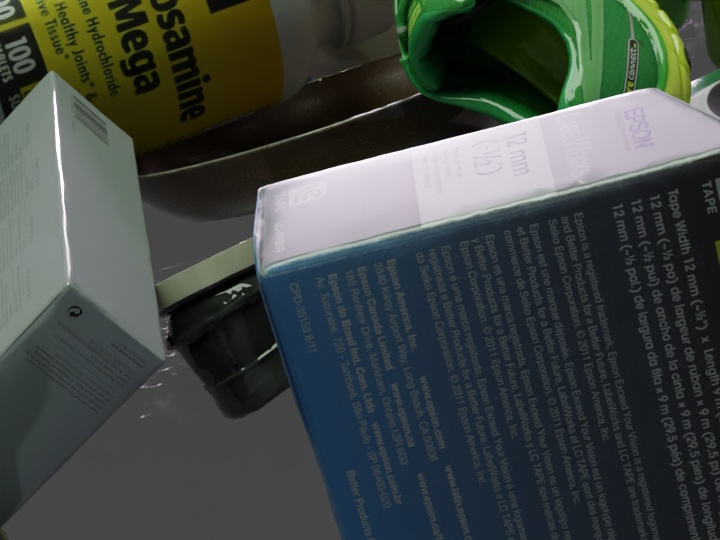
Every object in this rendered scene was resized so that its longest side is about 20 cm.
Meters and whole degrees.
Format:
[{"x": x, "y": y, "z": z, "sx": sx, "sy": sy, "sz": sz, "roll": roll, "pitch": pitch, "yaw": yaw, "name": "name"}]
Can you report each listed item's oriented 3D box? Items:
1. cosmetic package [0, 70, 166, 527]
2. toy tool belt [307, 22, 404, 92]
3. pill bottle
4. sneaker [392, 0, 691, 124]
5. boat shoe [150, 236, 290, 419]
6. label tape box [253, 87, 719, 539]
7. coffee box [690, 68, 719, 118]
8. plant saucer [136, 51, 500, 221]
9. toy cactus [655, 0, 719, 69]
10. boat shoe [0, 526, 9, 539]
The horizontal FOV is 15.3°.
[{"x": -0.146, "y": 0.026, "z": 1.014, "sx": 0.151, "sy": 0.052, "sz": 0.200, "roll": -43, "pitch": 24, "yaw": 13, "name": "cosmetic package"}, {"x": -0.049, "y": -0.151, "z": 1.288, "sx": 0.199, "sy": 0.123, "sz": 0.125, "roll": -7, "pitch": 28, "yaw": 19, "name": "toy tool belt"}, {"x": -0.091, "y": -0.111, "z": 1.160, "sx": 0.200, "sy": 0.113, "sz": 0.112, "roll": -22, "pitch": 27, "yaw": -14, "name": "pill bottle"}, {"x": 0.044, "y": -0.114, "z": 1.045, "sx": 0.083, "sy": 0.074, "sz": 0.200, "roll": -16, "pitch": 47, "yaw": -40, "name": "sneaker"}, {"x": -0.002, "y": 0.001, "z": 1.049, "sx": 0.074, "sy": 0.063, "sz": 0.201, "roll": -29, "pitch": 0, "yaw": 40, "name": "boat shoe"}, {"x": 0.080, "y": 0.023, "z": 0.863, "sx": 0.199, "sy": 0.144, "sz": 0.066, "roll": -15, "pitch": 27, "yaw": 3, "name": "label tape box"}, {"x": 0.163, "y": -0.040, "z": 1.047, "sx": 0.200, "sy": 0.044, "sz": 0.123, "roll": -25, "pitch": 29, "yaw": -15, "name": "coffee box"}, {"x": -0.007, "y": -0.061, "z": 1.149, "sx": 0.200, "sy": 0.032, "sz": 0.200, "roll": -17, "pitch": 9, "yaw": 3, "name": "plant saucer"}, {"x": 0.150, "y": -0.145, "z": 1.102, "sx": 0.199, "sy": 0.103, "sz": 0.165, "roll": 8, "pitch": -17, "yaw": -9, "name": "toy cactus"}, {"x": -0.127, "y": 0.137, "z": 0.848, "sx": 0.070, "sy": 0.066, "sz": 0.200, "roll": -15, "pitch": 27, "yaw": 3, "name": "boat shoe"}]
